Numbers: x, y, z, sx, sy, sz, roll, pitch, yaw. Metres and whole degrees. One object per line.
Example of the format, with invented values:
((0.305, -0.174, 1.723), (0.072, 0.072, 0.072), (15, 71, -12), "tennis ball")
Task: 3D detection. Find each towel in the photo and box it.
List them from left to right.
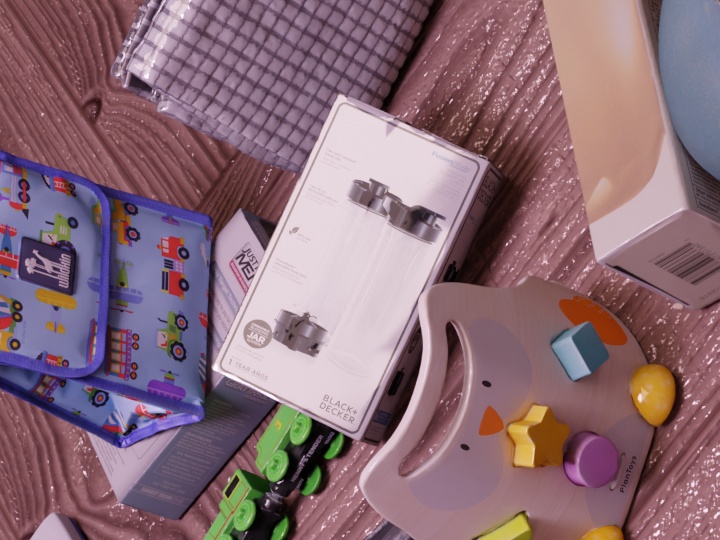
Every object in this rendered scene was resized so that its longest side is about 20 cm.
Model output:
((-0.063, -0.166, 1.728), (0.085, 0.199, 0.166), (36, 98, 49), "towel")

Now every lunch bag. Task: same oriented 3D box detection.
((-0.202, 0.014, 1.700), (0.094, 0.199, 0.152), (-21, 59, 39), "lunch bag")

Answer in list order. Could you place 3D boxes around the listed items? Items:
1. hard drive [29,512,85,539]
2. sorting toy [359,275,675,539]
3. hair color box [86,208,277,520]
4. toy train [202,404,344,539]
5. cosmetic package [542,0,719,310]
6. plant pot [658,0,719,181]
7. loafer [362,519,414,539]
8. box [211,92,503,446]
((-0.212, 0.286, 1.811), (0.132, 0.025, 0.200), (-54, 43, 14), "hard drive")
((0.078, 0.092, 1.480), (0.106, 0.179, 0.201), (13, 83, 48), "sorting toy")
((-0.107, 0.067, 1.774), (0.200, 0.060, 0.099), (-50, 44, 19), "hair color box")
((-0.077, 0.170, 1.715), (0.201, 0.042, 0.056), (-57, 33, 11), "toy train")
((0.179, -0.089, 1.514), (0.071, 0.105, 0.201), (-32, 51, 33), "cosmetic package")
((0.244, -0.117, 1.413), (0.135, 0.199, 0.201), (127, 142, -50), "plant pot")
((-0.008, 0.203, 1.604), (0.201, 0.068, 0.071), (-51, 51, 22), "loafer")
((0.000, 0.000, 1.651), (0.116, 0.060, 0.201), (23, 89, 15), "box")
